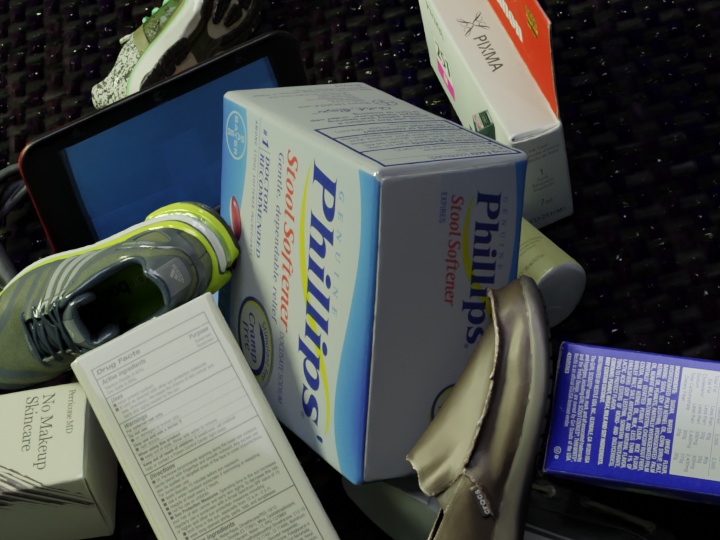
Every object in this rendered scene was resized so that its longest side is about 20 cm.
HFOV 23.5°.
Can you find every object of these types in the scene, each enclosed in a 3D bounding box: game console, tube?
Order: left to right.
[{"bbox_3d":[-0.094,-0.026,1.121,0.199,0.119,0.173,-26,72,-11],"label":"game console"},{"bbox_3d":[0.070,-0.032,1.172,0.058,0.052,0.200,-7,35,-36],"label":"tube"}]

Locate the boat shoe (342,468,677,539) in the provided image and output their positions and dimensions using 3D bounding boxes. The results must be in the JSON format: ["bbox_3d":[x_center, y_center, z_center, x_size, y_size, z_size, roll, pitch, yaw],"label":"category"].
[{"bbox_3d":[0.086,0.144,1.004,0.199,0.071,0.064,21,58,19],"label":"boat shoe"}]

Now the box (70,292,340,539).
[{"bbox_3d":[-0.081,0.125,0.995,0.094,0.078,0.201,-25,77,-9],"label":"box"}]

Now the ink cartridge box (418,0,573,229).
[{"bbox_3d":[0.086,-0.154,1.186,0.043,0.174,0.201,-20,48,-4],"label":"ink cartridge box"}]

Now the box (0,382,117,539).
[{"bbox_3d":[-0.258,0.134,1.096,0.198,0.069,0.083,-11,48,5],"label":"box"}]

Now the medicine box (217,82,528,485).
[{"bbox_3d":[0.000,0.000,1.020,0.102,0.184,0.200,-6,20,-27],"label":"medicine box"}]

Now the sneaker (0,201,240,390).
[{"bbox_3d":[-0.170,0.023,1.052,0.199,0.074,0.081,-29,9,27],"label":"sneaker"}]

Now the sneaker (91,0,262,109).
[{"bbox_3d":[-0.148,-0.190,1.351,0.088,0.077,0.201,7,49,30],"label":"sneaker"}]

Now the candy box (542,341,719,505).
[{"bbox_3d":[0.215,0.092,0.942,0.198,0.169,0.078,7,84,18],"label":"candy box"}]

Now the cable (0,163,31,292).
[{"bbox_3d":[-0.209,-0.010,1.228,0.198,0.051,0.164,17,61,21],"label":"cable"}]

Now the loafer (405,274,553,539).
[{"bbox_3d":[0.060,0.100,0.923,0.070,0.073,0.202,9,90,4],"label":"loafer"}]
